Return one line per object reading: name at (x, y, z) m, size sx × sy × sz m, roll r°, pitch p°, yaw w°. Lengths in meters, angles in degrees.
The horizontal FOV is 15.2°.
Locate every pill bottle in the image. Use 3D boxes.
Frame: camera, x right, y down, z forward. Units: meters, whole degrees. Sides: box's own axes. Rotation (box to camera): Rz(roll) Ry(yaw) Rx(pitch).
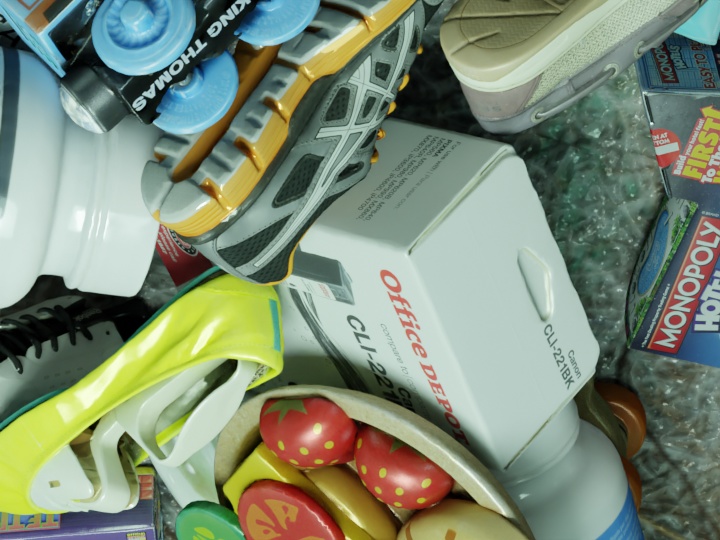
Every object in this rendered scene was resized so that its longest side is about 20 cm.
pill bottle at (-0.193, -0.046, 1.217) m, size 0.199 × 0.120 × 0.120 m, roll 9°, pitch 126°, yaw -14°
pill bottle at (0.090, 0.143, 1.375) m, size 0.112 × 0.112 × 0.201 m, roll -13°, pitch 121°, yaw 7°

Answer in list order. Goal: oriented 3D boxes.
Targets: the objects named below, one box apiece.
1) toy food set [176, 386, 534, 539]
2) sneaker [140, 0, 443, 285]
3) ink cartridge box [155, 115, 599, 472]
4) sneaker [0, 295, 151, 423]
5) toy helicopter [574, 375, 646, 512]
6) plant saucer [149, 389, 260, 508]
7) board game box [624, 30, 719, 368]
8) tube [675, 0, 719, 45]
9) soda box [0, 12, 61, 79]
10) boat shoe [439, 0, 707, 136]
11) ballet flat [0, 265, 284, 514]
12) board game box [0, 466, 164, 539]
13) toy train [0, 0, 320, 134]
toy food set at (0.008, 0.142, 1.303) m, size 0.200 × 0.049 × 0.198 m, roll 41°, pitch 142°, yaw 1°
sneaker at (-0.016, -0.081, 1.215) m, size 0.200 × 0.078 × 0.077 m, roll -50°, pitch 129°, yaw -14°
ink cartridge box at (0.000, 0.000, 1.306) m, size 0.199 × 0.084 × 0.145 m, roll 15°, pitch 141°, yaw 42°
sneaker at (-0.172, 0.044, 1.368) m, size 0.080 × 0.074 × 0.200 m, roll -52°, pitch 158°, yaw 19°
toy helicopter at (0.060, 0.067, 1.445) m, size 0.132 × 0.079 × 0.200 m, roll -24°, pitch 117°, yaw 22°
plant saucer at (-0.029, 0.121, 1.441) m, size 0.200 × 0.050 × 0.200 m, roll 33°, pitch 153°, yaw 19°
board game box at (0.212, -0.043, 1.368) m, size 0.199 × 0.062 × 0.201 m, roll 14°, pitch 125°, yaw -12°
tube at (0.092, -0.162, 1.284) m, size 0.199 × 0.050 × 0.078 m, roll 11°, pitch 120°, yaw -16°
soda box at (-0.184, -0.149, 1.231) m, size 0.063 × 0.069 × 0.200 m, roll -21°, pitch 141°, yaw 40°
boat shoe at (0.122, -0.133, 1.248) m, size 0.200 × 0.072 × 0.065 m, roll -37°, pitch 144°, yaw -19°
ballet flat at (-0.112, 0.075, 1.288) m, size 0.200 × 0.067 × 0.067 m, roll -38°, pitch 147°, yaw 21°
board game box at (-0.205, 0.196, 1.528) m, size 0.199 × 0.057 × 0.166 m, roll -5°, pitch 128°, yaw 0°
toy train at (-0.069, -0.150, 1.170) m, size 0.200 × 0.114 × 0.087 m, roll -45°, pitch 153°, yaw -5°
